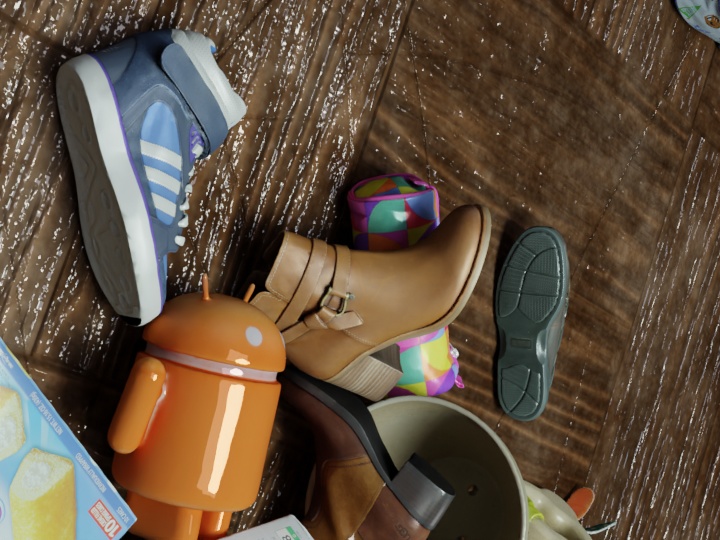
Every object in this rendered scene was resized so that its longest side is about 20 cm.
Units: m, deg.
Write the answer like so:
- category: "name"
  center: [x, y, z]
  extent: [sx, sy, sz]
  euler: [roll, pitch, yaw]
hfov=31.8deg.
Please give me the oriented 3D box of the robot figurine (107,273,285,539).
- category: "robot figurine"
  center: [-0.121, 0.105, 0.954]
  extent: [0.142, 0.116, 0.203]
  euler: [13, 88, -22]

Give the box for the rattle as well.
- category: "rattle"
  center: [0.183, 0.298, 1.334]
  extent: [0.145, 0.129, 0.200]
  euler: [-68, 162, 4]

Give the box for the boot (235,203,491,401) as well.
- category: "boot"
  center: [0.000, 0.000, 1.031]
  extent: [0.154, 0.077, 0.201]
  euler: [30, 113, -21]

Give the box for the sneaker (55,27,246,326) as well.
- category: "sneaker"
  center: [-0.133, -0.075, 0.931]
  extent: [0.145, 0.080, 0.203]
  euler: [-22, 107, -36]

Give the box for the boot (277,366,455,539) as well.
- category: "boot"
  center: [-0.045, 0.207, 1.071]
  extent: [0.201, 0.188, 0.068]
  euler: [-51, 174, 8]

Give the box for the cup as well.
- category: "cup"
  center: [0.068, 0.218, 1.134]
  extent: [0.143, 0.197, 0.204]
  euler: [23, 81, -67]

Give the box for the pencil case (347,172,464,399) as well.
- category: "pencil case"
  center: [0.040, 0.016, 1.123]
  extent: [0.088, 0.088, 0.203]
  euler: [-26, 116, -39]

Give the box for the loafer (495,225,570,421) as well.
- category: "loafer"
  center: [0.177, 0.049, 1.288]
  extent: [0.063, 0.071, 0.203]
  euler: [-23, 122, -61]

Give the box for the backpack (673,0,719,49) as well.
- category: "backpack"
  center: [0.445, -0.337, 1.421]
  extent: [0.188, 0.153, 0.203]
  euler: [6, 97, -35]

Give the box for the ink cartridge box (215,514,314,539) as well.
- category: "ink cartridge box"
  center: [-0.137, 0.275, 0.955]
  extent: [0.199, 0.050, 0.162]
  euler: [-9, 137, -52]

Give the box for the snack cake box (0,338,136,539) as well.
- category: "snack cake box"
  center: [-0.255, 0.140, 0.862]
  extent: [0.115, 0.067, 0.201]
  euler: [-48, 128, -28]
